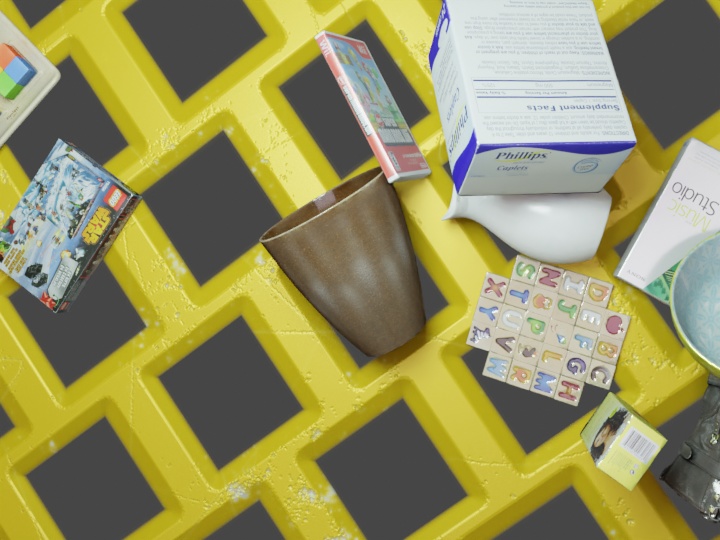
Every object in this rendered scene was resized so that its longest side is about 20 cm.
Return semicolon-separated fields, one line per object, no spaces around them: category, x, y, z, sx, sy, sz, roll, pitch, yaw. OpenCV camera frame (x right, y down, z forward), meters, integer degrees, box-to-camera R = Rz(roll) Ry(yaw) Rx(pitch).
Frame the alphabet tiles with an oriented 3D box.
alphabet tiles;0.248;0.079;1.141;0.197;0.006;0.169;17;93;7

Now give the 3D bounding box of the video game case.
video game case;0.020;-0.207;1.100;0.017;0.143;0.202;-28;87;23

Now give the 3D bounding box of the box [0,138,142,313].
box;-0.418;-0.062;1.211;0.136;0.040;0.201;36;95;7

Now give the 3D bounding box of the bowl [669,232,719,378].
bowl;0.469;0.060;1.020;0.197;0.108;0.203;-8;58;13

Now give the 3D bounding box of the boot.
boot;0.459;0.222;1.033;0.068;0.200;0.177;21;91;-20

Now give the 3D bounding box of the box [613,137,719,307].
box;0.435;-0.047;1.100;0.143;0.036;0.202;28;96;6

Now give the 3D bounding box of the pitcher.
pitcher;0.208;-0.091;1.063;0.197;0.172;0.123;18;72;8

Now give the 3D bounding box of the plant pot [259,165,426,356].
plant pot;0.000;0.000;1.101;0.185;0.187;0.202;-29;101;7

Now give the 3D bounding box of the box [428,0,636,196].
box;0.184;-0.195;0.965;0.181;0.105;0.203;-2;63;-11

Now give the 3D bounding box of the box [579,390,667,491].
box;0.312;0.200;1.037;0.050;0.200;0.076;34;94;8

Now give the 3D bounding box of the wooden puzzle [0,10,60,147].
wooden puzzle;-0.553;-0.278;1.223;0.200;0.046;0.185;45;96;5
